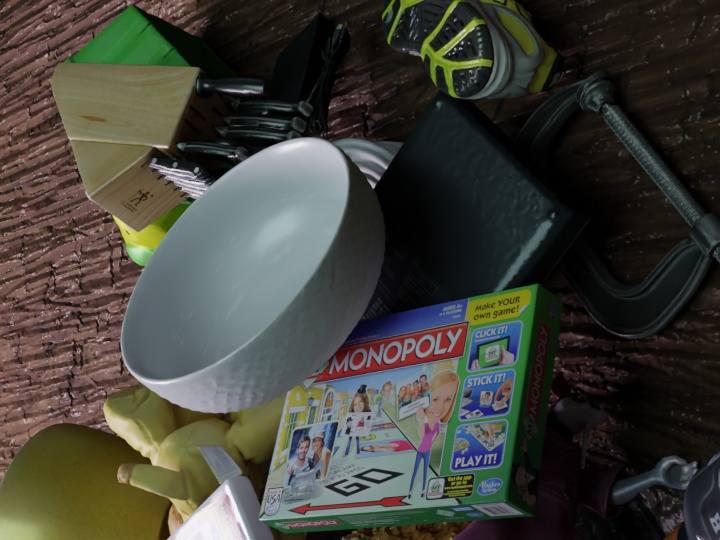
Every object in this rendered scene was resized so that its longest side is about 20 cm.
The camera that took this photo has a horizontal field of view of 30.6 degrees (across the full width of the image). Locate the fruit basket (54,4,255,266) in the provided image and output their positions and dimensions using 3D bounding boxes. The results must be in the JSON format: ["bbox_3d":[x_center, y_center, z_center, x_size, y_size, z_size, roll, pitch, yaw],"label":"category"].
[{"bbox_3d":[-0.180,-0.098,1.162,0.215,0.155,0.216,-12,71,36],"label":"fruit basket"}]

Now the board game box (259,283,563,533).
[{"bbox_3d":[0.027,0.089,0.808,0.200,0.029,0.135,-14,54,41],"label":"board game box"}]

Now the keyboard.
[{"bbox_3d":[-0.049,-0.118,1.022,0.127,0.021,0.200,-34,38,51],"label":"keyboard"}]

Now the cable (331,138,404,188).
[{"bbox_3d":[0.000,0.000,0.986,0.200,0.069,0.200,-48,57,29],"label":"cable"}]

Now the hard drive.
[{"bbox_3d":[0.046,-0.002,0.878,0.140,0.033,0.200,49,116,34],"label":"hard drive"}]

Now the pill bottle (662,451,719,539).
[{"bbox_3d":[0.245,0.121,0.697,0.200,0.106,0.106,-53,55,38],"label":"pill bottle"}]

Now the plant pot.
[{"bbox_3d":[-0.219,0.242,1.203,0.142,0.200,0.201,-1,92,23],"label":"plant pot"}]

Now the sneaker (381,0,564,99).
[{"bbox_3d":[0.072,-0.170,0.913,0.200,0.076,0.076,-114,39,-49],"label":"sneaker"}]

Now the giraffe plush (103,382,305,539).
[{"bbox_3d":[-0.113,0.186,1.082,0.200,0.172,0.163,-108,10,-64],"label":"giraffe plush"}]

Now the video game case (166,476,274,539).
[{"bbox_3d":[-0.097,0.280,0.947,0.182,0.024,0.200,-46,58,36],"label":"video game case"}]

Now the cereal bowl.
[{"bbox_3d":[-0.060,0.013,0.869,0.200,0.083,0.200,-30,37,25],"label":"cereal bowl"}]

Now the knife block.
[{"bbox_3d":[-0.135,-0.122,1.005,0.175,0.064,0.200,-34,52,11],"label":"knife block"}]

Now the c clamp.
[{"bbox_3d":[0.175,-0.050,0.834,0.200,0.027,0.171,53,134,31],"label":"c clamp"}]

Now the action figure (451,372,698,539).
[{"bbox_3d":[0.112,0.153,0.824,0.134,0.200,0.149,33,134,-7],"label":"action figure"}]

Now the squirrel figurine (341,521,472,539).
[{"bbox_3d":[0.074,0.244,0.885,0.186,0.141,0.201,-22,78,41],"label":"squirrel figurine"}]
